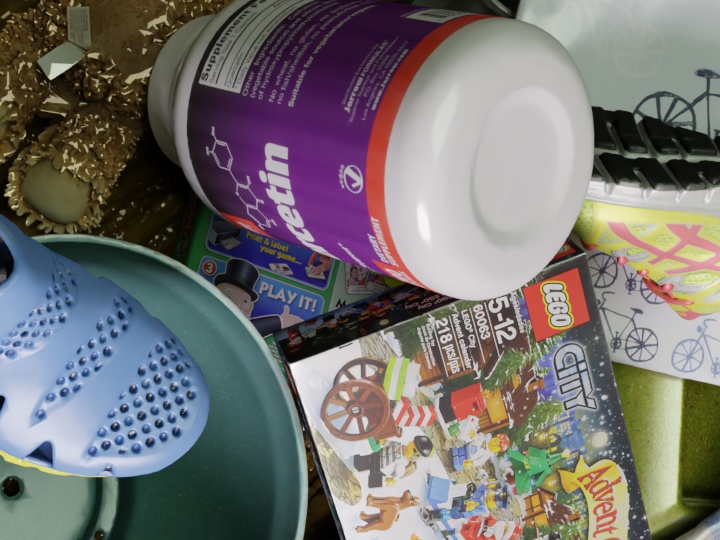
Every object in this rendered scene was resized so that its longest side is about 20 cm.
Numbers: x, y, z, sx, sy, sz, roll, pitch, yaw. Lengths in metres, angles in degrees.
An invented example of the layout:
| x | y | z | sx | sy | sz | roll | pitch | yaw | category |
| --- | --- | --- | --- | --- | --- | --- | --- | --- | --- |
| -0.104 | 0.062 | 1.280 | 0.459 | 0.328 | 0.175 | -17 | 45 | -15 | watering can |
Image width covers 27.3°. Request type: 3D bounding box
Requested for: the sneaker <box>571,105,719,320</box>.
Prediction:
| x | y | z | sx | sy | sz | roll | pitch | yaw | category |
| --- | --- | --- | --- | --- | --- | --- | --- | --- | --- |
| 0.146 | -0.017 | 0.691 | 0.198 | 0.078 | 0.091 | 8 | 121 | -5 | sneaker |

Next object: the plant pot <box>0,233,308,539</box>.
| x | y | z | sx | sy | sz | roll | pitch | yaw | category |
| --- | --- | --- | --- | --- | --- | --- | --- | --- | --- |
| -0.140 | 0.094 | 0.646 | 0.199 | 0.134 | 0.202 | 5 | 80 | -26 | plant pot |

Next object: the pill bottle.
| x | y | z | sx | sy | sz | roll | pitch | yaw | category |
| --- | --- | --- | --- | --- | --- | --- | --- | --- | --- |
| -0.004 | -0.062 | 0.646 | 0.112 | 0.199 | 0.113 | -15 | 113 | -41 | pill bottle |

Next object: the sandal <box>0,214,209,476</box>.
| x | y | z | sx | sy | sz | roll | pitch | yaw | category |
| --- | --- | --- | --- | --- | --- | --- | --- | --- | --- |
| -0.137 | 0.012 | 0.538 | 0.199 | 0.087 | 0.080 | 33 | 66 | -20 | sandal |

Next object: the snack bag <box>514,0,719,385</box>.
| x | y | z | sx | sy | sz | roll | pitch | yaw | category |
| --- | --- | --- | --- | --- | --- | --- | --- | --- | --- |
| 0.145 | -0.052 | 0.731 | 0.187 | 0.021 | 0.202 | 14 | 98 | -17 | snack bag |

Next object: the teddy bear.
| x | y | z | sx | sy | sz | roll | pitch | yaw | category |
| --- | --- | --- | --- | --- | --- | --- | --- | --- | --- |
| -0.122 | -0.113 | 0.725 | 0.144 | 0.067 | 0.201 | 22 | 78 | -9 | teddy bear |

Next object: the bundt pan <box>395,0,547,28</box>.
| x | y | z | sx | sy | sz | roll | pitch | yaw | category |
| --- | --- | --- | --- | --- | --- | --- | --- | --- | --- |
| 0.078 | -0.183 | 0.795 | 0.201 | 0.076 | 0.203 | 15 | 57 | -24 | bundt pan |

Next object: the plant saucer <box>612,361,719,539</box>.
| x | y | z | sx | sy | sz | roll | pitch | yaw | category |
| --- | --- | --- | --- | --- | --- | --- | --- | --- | --- |
| 0.197 | 0.066 | 0.835 | 0.199 | 0.048 | 0.202 | 12 | 80 | -47 | plant saucer |

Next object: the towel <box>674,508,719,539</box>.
| x | y | z | sx | sy | sz | roll | pitch | yaw | category |
| --- | --- | --- | --- | --- | --- | --- | --- | --- | --- |
| 0.225 | 0.148 | 0.820 | 0.199 | 0.024 | 0.147 | -34 | 142 | -9 | towel |

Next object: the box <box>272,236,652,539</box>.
| x | y | z | sx | sy | sz | roll | pitch | yaw | category |
| --- | --- | --- | --- | --- | --- | --- | --- | --- | --- |
| 0.054 | 0.096 | 0.670 | 0.136 | 0.038 | 0.201 | -20 | 114 | -6 | box |

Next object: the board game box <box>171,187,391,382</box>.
| x | y | z | sx | sy | sz | roll | pitch | yaw | category |
| --- | --- | --- | --- | --- | --- | --- | --- | --- | --- |
| 0.000 | 0.000 | 0.789 | 0.199 | 0.029 | 0.136 | 20 | 74 | -24 | board game box |

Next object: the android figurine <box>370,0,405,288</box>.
| x | y | z | sx | sy | sz | roll | pitch | yaw | category |
| --- | --- | --- | --- | --- | --- | --- | --- | --- | --- |
| 0.054 | -0.058 | 0.786 | 0.181 | 0.041 | 0.202 | 11 | 61 | -29 | android figurine |
